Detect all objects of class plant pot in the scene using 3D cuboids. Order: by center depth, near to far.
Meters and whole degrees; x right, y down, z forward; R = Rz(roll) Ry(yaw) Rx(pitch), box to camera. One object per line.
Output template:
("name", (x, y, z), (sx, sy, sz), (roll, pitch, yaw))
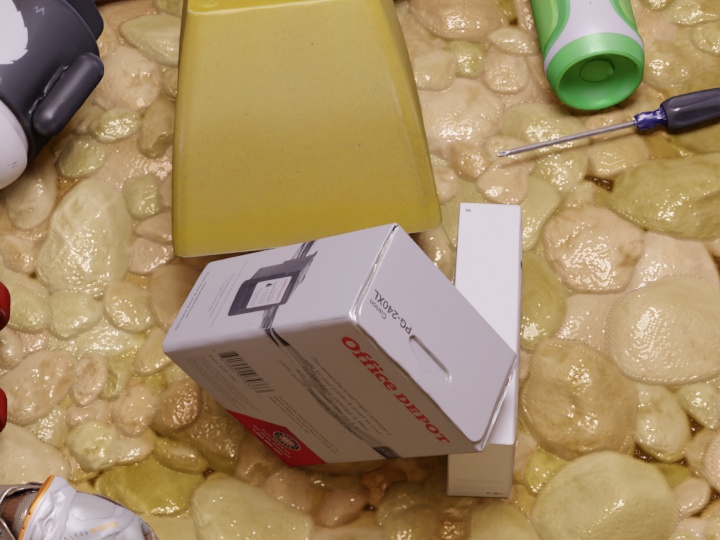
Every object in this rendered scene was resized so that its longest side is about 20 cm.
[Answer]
("plant pot", (-0.052, -0.144, 1.447), (0.198, 0.177, 0.200), (-7, 30, 0))

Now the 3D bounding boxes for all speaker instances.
("speaker", (0.177, -0.231, 1.585), (0.088, 0.089, 0.201), (-7, 56, -1))

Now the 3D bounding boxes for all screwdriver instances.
("screwdriver", (0.203, -0.116, 1.543), (0.198, 0.028, 0.029), (-12, 25, -3))

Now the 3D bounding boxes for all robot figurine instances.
("robot figurine", (-0.287, -0.156, 1.542), (0.125, 0.150, 0.201), (39, 61, -14))

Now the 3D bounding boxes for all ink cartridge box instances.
("ink cartridge box", (-0.013, 0.056, 1.316), (0.199, 0.145, 0.084), (-11, 43, 46))

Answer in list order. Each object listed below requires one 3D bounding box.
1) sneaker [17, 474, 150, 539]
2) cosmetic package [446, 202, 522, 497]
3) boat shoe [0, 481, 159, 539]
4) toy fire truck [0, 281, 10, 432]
("sneaker", (-0.197, 0.243, 1.271), (0.091, 0.076, 0.201), (17, 91, -5))
("cosmetic package", (0.091, 0.056, 1.401), (0.050, 0.083, 0.201), (1, 57, 5))
("boat shoe", (-0.235, 0.176, 1.348), (0.198, 0.072, 0.076), (6, 56, 8))
("toy fire truck", (-0.339, 0.044, 1.372), (0.167, 0.200, 0.113), (-3, 60, -3))
